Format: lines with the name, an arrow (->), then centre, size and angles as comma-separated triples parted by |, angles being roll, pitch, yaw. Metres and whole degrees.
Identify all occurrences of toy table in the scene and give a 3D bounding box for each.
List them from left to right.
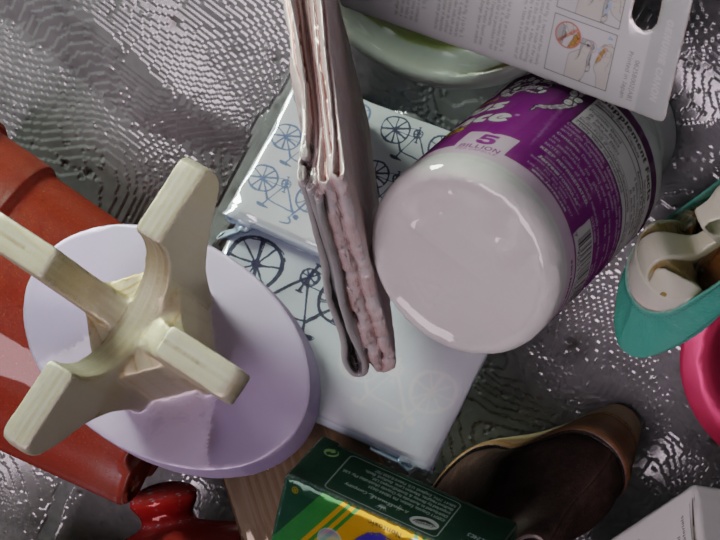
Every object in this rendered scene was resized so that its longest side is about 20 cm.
toy table -> -0.126, 0.033, 1.533 | 0.199, 0.117, 0.184 | 18, 79, 23

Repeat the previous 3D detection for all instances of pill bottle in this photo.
pill bottle -> 0.097, -0.044, 1.477 | 0.112, 0.200, 0.113 | 13, 120, 24

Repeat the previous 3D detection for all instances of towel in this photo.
towel -> -0.015, -0.069, 1.482 | 0.032, 0.192, 0.200 | -9, 146, 4

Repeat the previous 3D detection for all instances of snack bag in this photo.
snack bag -> 0.000, 0.000, 1.584 | 0.188, 0.200, 0.021 | 23, 164, 20

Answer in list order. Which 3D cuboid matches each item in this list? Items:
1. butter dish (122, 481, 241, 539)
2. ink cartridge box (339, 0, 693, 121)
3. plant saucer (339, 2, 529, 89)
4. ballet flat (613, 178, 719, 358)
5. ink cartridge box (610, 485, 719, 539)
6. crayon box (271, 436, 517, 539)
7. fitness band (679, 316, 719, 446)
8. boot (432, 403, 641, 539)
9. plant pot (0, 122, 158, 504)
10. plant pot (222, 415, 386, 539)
butter dish -> -0.113, 0.209, 1.740 | 0.199, 0.200, 0.148 | -15, 87, 51
ink cartridge box -> 0.092, -0.187, 1.444 | 0.199, 0.057, 0.163 | 19, 123, 15
plant saucer -> 0.051, -0.202, 1.519 | 0.199, 0.050, 0.201 | 13, 119, 25
ballet flat -> 0.195, -0.021, 1.504 | 0.200, 0.070, 0.068 | -39, 54, 34
ink cartridge box -> 0.193, 0.205, 1.558 | 0.200, 0.145, 0.085 | -41, 46, 50
crayon box -> 0.003, 0.209, 1.542 | 0.125, 0.052, 0.201 | 23, 122, 15
fitness band -> 0.275, 0.071, 1.538 | 0.200, 0.037, 0.144 | 31, 129, 15
boot -> 0.072, 0.160, 1.617 | 0.072, 0.166, 0.200 | 49, 128, -4
plant pot -> -0.196, 0.038, 1.710 | 0.195, 0.201, 0.201 | 29, 126, 6
plant pot -> -0.029, 0.148, 1.645 | 0.092, 0.201, 0.201 | -17, 108, -4
